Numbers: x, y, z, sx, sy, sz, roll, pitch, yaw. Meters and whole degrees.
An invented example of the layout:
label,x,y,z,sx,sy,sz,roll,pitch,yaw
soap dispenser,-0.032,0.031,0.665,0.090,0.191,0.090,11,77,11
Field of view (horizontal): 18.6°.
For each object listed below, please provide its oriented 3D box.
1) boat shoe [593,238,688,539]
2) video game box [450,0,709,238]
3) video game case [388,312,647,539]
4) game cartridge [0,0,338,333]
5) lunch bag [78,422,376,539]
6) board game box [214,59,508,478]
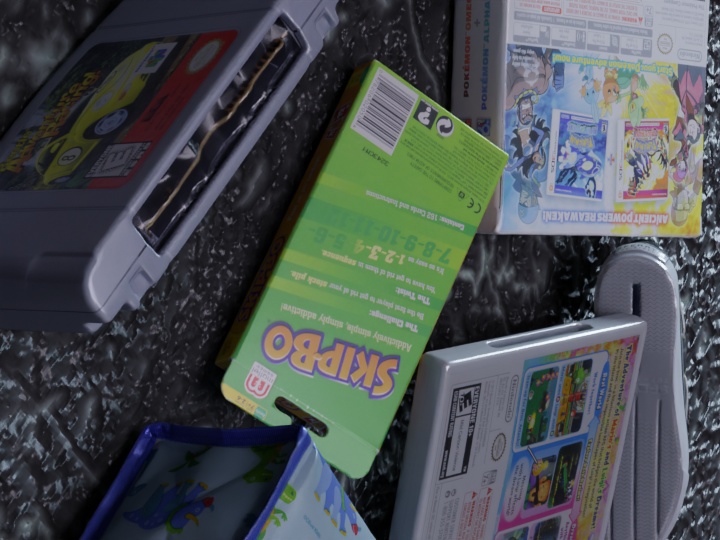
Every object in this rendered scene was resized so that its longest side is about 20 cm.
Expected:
label,x,y,z,sx,sy,sz,roll,pitch,yaw
boat shoe,0.169,0.078,1.316,0.071,0.072,0.202,-34,132,-67
video game box,0.130,-0.111,1.277,0.199,0.047,0.184,1,90,-47
video game case,0.082,0.130,1.227,0.181,0.024,0.201,-9,114,-47
game cartridge,-0.102,-0.057,0.961,0.041,0.133,0.201,50,57,-29
lunch bag,-0.070,0.198,1.025,0.170,0.127,0.201,56,45,-34
board game box,0.000,0.000,1.137,0.095,0.030,0.201,33,65,-21
